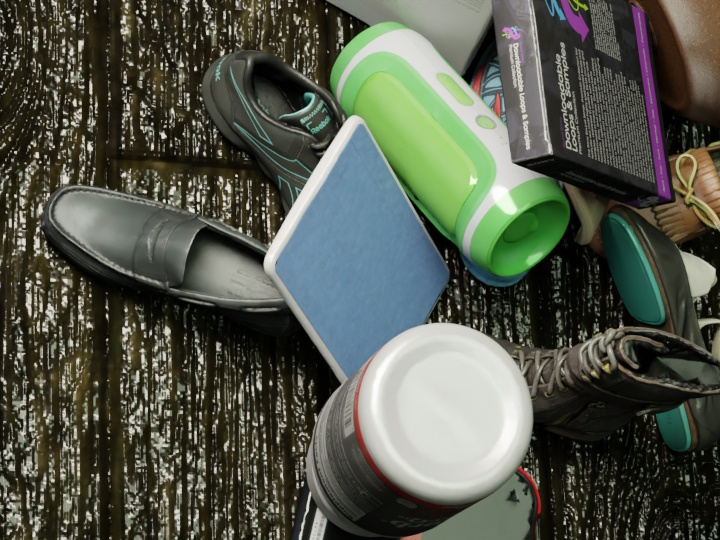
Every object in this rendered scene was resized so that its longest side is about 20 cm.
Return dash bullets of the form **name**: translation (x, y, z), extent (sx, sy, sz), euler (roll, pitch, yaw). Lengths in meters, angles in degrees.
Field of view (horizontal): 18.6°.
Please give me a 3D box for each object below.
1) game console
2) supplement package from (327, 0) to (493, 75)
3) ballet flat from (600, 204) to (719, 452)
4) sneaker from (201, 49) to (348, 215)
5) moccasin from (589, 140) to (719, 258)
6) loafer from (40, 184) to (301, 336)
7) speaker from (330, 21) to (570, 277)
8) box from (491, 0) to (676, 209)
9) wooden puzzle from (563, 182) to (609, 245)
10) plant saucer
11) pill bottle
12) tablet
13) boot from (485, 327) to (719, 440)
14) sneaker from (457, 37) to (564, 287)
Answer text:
- **game console**: translation (0.032, 0.214, 1.552), extent (0.175, 0.031, 0.202), euler (17, 71, -10)
- **supplement package**: translation (0.060, -0.272, 1.574), extent (0.151, 0.200, 0.151), euler (29, 68, 1)
- **ballet flat**: translation (0.233, 0.035, 1.629), extent (0.068, 0.068, 0.202), euler (-24, 109, -22)
- **sneaker**: translation (-0.032, -0.079, 1.571), extent (0.200, 0.079, 0.076), euler (43, 66, -7)
- **moccasin**: translation (0.259, -0.058, 1.671), extent (0.200, 0.078, 0.074), euler (-12, 82, -20)
- **loafer**: translation (-0.124, -0.014, 1.516), extent (0.199, 0.070, 0.069), euler (21, 71, -1)
- **speaker**: translation (0.062, -0.087, 1.559), extent (0.088, 0.089, 0.200), euler (-25, 55, -23)
- **box**: translation (0.152, -0.127, 1.505), extent (0.199, 0.036, 0.144), euler (16, 65, -58)
- **wooden puzzle**: translation (0.163, -0.148, 1.596), extent (0.201, 0.037, 0.185), euler (68, 30, -25)
- **plant saucer**: translation (0.222, -0.188, 1.631), extent (0.036, 0.200, 0.202), euler (-27, 87, -6)
- **pill bottle**: translation (0.032, 0.113, 1.456), extent (0.115, 0.200, 0.117), euler (4, 73, -14)
- **tablet**: translation (0.000, 0.000, 1.524), extent (0.131, 0.014, 0.200), euler (-60, 145, -21)
- **boot**: translation (0.143, 0.067, 1.537), extent (0.198, 0.174, 0.070), euler (10, 74, -18)
- **sneaker**: translation (0.127, -0.092, 1.622), extent (0.079, 0.095, 0.202), euler (9, 74, -18)
